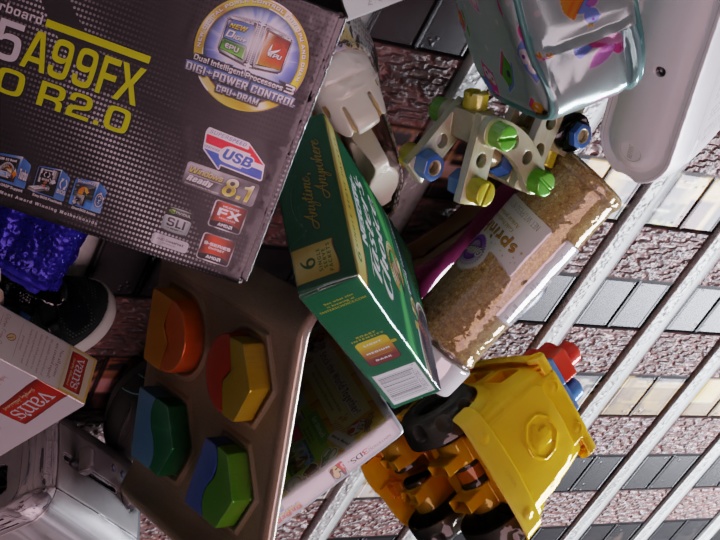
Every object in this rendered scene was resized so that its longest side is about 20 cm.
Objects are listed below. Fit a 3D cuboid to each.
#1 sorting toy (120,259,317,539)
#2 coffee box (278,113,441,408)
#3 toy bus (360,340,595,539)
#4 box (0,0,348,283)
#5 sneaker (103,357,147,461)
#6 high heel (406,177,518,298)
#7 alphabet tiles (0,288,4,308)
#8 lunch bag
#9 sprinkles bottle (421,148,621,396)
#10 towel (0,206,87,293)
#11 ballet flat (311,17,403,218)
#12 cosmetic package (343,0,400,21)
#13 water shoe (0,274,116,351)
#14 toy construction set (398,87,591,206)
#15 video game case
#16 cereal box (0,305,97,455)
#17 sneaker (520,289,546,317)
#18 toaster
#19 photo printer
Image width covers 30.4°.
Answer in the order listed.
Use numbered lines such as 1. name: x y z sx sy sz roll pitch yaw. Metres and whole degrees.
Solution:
1. sorting toy: -0.107 0.092 0.909 0.036 0.184 0.203 6 102 -39
2. coffee box: 0.000 0.000 0.880 0.043 0.124 0.200 -18 149 11
3. toy bus: 0.110 0.137 1.178 0.192 0.199 0.137 -41 105 -30
4. box: -0.126 -0.099 0.693 0.197 0.044 0.162 19 112 -14
5. sneaker: -0.129 0.093 1.033 0.200 0.080 0.075 -44 141 21
6. high heel: 0.057 -0.034 1.039 0.197 0.067 0.097 -16 116 -12
7. alphabet tiles: -0.291 -0.036 0.741 0.193 0.015 0.200 22 157 -4
8. lunch bag: 0.091 -0.196 0.759 0.076 0.160 0.203 -19 106 -5
9. sprinkles bottle: 0.107 0.001 0.995 0.200 0.068 0.068 -48 138 8
10. towel: -0.234 -0.078 0.744 0.198 0.050 0.148 26 122 -14
11. ballet flat: -0.005 -0.104 0.901 0.071 0.072 0.201 -24 140 -5
12. cosmetic package: -0.056 -0.194 0.761 0.197 0.085 0.108 -20 139 -9
13. water shoe: -0.257 0.022 0.884 0.197 0.072 0.080 -7 139 -24
14. toy construction set: 0.119 -0.135 0.913 0.130 0.092 0.201 16 114 -43
15. video game case: -0.069 0.130 1.008 0.181 0.200 0.023 -36 113 -1
16. cereal box: -0.279 0.046 0.801 0.199 0.040 0.143 34 136 -28
17. sneaker: 0.073 0.048 1.122 0.198 0.078 0.085 -30 152 14
18. toaster: -0.273 0.183 1.011 0.197 0.115 0.130 -18 139 15
19. photo printer: 0.241 -0.167 0.933 0.166 0.069 0.202 -43 153 -36
